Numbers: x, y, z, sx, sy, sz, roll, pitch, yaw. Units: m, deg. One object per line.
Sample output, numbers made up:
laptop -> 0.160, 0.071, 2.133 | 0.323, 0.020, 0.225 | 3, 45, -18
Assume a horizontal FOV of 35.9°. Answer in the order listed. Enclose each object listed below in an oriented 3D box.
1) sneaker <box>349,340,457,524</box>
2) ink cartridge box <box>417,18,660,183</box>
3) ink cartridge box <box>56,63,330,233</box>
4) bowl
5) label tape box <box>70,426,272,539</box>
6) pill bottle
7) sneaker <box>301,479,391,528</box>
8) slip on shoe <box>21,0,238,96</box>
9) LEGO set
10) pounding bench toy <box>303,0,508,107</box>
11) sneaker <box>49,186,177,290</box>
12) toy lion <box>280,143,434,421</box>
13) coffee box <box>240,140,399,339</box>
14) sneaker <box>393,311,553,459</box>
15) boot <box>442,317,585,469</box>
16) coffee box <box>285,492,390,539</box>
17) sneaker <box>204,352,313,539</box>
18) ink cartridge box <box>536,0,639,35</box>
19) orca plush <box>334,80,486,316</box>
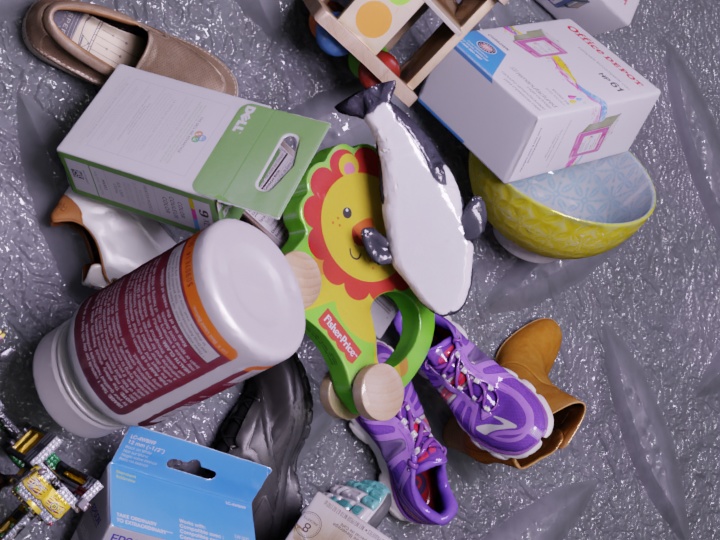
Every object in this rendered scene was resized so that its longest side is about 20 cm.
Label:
sneaker -> 0.048, 0.160, 1.095 | 0.080, 0.083, 0.201 | -32, 105, -27
ink cartridge box -> 0.183, -0.178, 1.129 | 0.199, 0.145, 0.085 | -16, 142, -40
ink cartridge box -> -0.130, -0.090, 0.899 | 0.059, 0.199, 0.104 | 84, 28, -54
bowl -> 0.195, -0.072, 1.165 | 0.199, 0.201, 0.108 | -6, 136, -31
label tape box -> -0.170, 0.248, 0.946 | 0.143, 0.066, 0.201 | 23, 100, -29
pill bottle -> -0.151, 0.051, 0.855 | 0.114, 0.199, 0.115 | 40, 36, -37
sneaker -> -0.036, 0.290, 1.066 | 0.200, 0.077, 0.091 | -46, 121, -15
slip on shoe -> -0.191, -0.184, 0.968 | 0.199, 0.060, 0.076 | 23, 78, -30
LEGO set -> -0.301, 0.156, 0.867 | 0.154, 0.116, 0.201 | -37, 108, -26
pounding bench toy -> 0.027, -0.267, 1.074 | 0.124, 0.200, 0.156 | 39, 102, -23
sneaker -> -0.190, 0.008, 0.968 | 0.085, 0.073, 0.200 | -45, 100, -21
toy lion -> 0.000, 0.000, 0.961 | 0.192, 0.068, 0.200 | -48, 113, -31
coffee box -> -0.057, -0.028, 1.021 | 0.200, 0.113, 0.080 | 43, 69, -23
sneaker -> 0.098, 0.105, 1.075 | 0.081, 0.200, 0.083 | -50, 149, 1
boot -> 0.187, 0.128, 1.153 | 0.201, 0.144, 0.071 | -44, 112, -24
coffee box -> -0.044, 0.309, 0.945 | 0.113, 0.080, 0.200 | 30, 70, 15
sneaker -> -0.097, 0.158, 1.023 | 0.090, 0.076, 0.201 | 5, 85, -25
ink cartridge box -> 0.227, -0.373, 1.211 | 0.200, 0.087, 0.146 | 35, 72, -29
orca plush -> 0.039, -0.060, 0.952 | 0.105, 0.071, 0.200 | -35, 97, 4
